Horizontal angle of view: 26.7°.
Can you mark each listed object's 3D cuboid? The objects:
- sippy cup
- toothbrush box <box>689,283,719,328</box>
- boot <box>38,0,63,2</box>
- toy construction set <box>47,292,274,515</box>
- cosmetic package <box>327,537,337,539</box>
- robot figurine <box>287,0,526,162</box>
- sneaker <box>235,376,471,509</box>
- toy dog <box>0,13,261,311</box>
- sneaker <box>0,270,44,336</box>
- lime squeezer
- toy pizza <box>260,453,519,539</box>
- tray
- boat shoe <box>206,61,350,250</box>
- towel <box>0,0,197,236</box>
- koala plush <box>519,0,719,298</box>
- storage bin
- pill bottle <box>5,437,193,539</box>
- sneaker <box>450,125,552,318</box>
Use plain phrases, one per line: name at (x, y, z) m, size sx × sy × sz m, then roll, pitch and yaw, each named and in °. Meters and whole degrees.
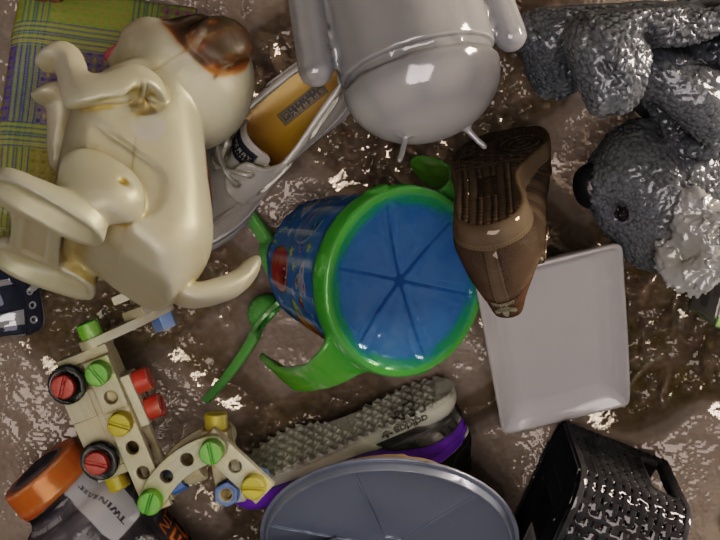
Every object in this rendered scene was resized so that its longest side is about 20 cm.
sippy cup at (0.000, 0.000, 1.108) m, size 0.177 × 0.130 × 0.141 m, roll -17°, pitch 106°, yaw -28°
toothbrush box at (0.364, -0.013, 1.126) m, size 0.199 × 0.086 × 0.147 m, roll 12°, pitch 98°, yaw -2°
boot at (-0.176, -0.224, 1.049) m, size 0.199 × 0.155 × 0.077 m, roll 2°, pitch 105°, yaw 0°
toy construction set at (-0.155, 0.096, 1.141) m, size 0.130 × 0.092 × 0.201 m, roll -21°, pitch 82°, yaw 9°
cosmetic package at (-0.053, 0.309, 1.167) m, size 0.106 × 0.090 × 0.201 m, roll -21°, pitch 145°, yaw -28°
robot figurine at (0.031, -0.175, 1.062) m, size 0.169 × 0.113 × 0.201 m, roll -13°, pitch 81°, yaw -12°
sneaker at (-0.003, 0.166, 1.196) m, size 0.199 × 0.070 × 0.100 m, roll -21°, pitch 110°, yaw 8°
toy dog at (-0.140, -0.087, 1.016) m, size 0.193 × 0.140 × 0.201 m, roll 19°, pitch 63°, yaw 5°
sneaker at (-0.241, -0.026, 1.149) m, size 0.199 × 0.070 × 0.109 m, roll -33°, pitch 113°, yaw 0°
lime squeezer at (-0.085, 0.015, 1.173) m, size 0.070 × 0.038 × 0.201 m, roll 5°, pitch 106°, yaw 0°
toy pizza at (0.022, 0.201, 1.168) m, size 0.199 × 0.032 × 0.201 m, roll 1°, pitch 134°, yaw 2°
tray at (0.146, 0.050, 1.139) m, size 0.107 × 0.022 × 0.201 m, roll -14°, pitch 139°, yaw 1°
boat shoe at (-0.083, -0.086, 1.115) m, size 0.200 × 0.070 × 0.071 m, roll -40°, pitch 84°, yaw 5°
towel at (-0.190, -0.103, 1.095) m, size 0.143 × 0.023 × 0.201 m, roll 5°, pitch 74°, yaw -12°
koala plush at (0.219, -0.089, 1.076) m, size 0.183 × 0.177 × 0.201 m, roll -5°, pitch 101°, yaw -8°
storage bin at (0.165, 0.236, 1.176) m, size 0.093 × 0.135 × 0.201 m, roll 20°, pitch 104°, yaw -5°
pill bottle at (-0.190, 0.227, 1.195) m, size 0.106 × 0.106 × 0.200 m, roll -37°, pitch 102°, yaw 10°
sneaker at (0.098, -0.038, 1.056) m, size 0.070 × 0.200 × 0.076 m, roll -5°, pitch 114°, yaw 16°
